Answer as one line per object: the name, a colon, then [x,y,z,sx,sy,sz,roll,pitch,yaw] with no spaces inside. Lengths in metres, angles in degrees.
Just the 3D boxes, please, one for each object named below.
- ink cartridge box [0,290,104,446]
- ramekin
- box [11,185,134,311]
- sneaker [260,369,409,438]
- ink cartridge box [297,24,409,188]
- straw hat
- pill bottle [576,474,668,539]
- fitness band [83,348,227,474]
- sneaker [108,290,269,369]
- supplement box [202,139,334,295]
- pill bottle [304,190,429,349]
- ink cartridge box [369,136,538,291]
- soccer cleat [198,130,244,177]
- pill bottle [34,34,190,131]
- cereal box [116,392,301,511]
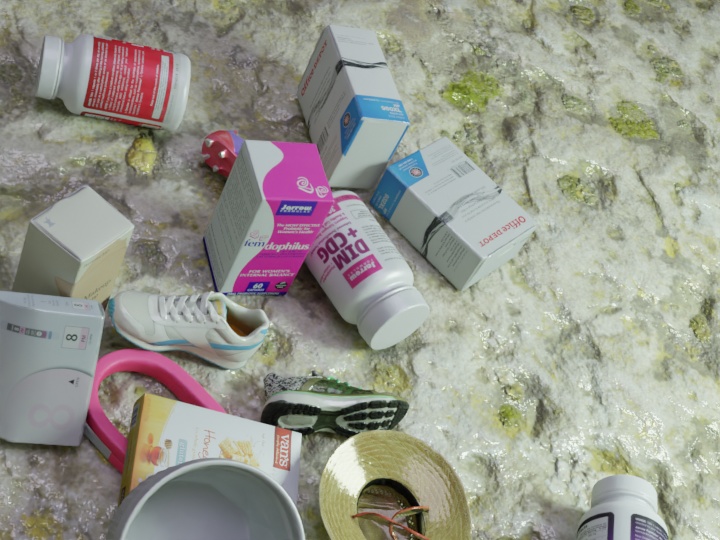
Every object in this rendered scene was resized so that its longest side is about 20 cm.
ink cartridge box: [-0.389,0.103,1.268,0.200,0.163,0.057,6,21,-25]
ramekin: [-0.166,0.289,1.205,0.200,0.105,0.200,2,85,-26]
box: [-0.336,0.009,1.346,0.078,0.200,0.095,39,45,9]
sneaker: [-0.033,0.154,1.465,0.200,0.077,0.089,7,41,-24]
ink cartridge box: [-0.015,-0.244,1.755,0.084,0.145,0.200,2,51,-27]
straw hat: [0.027,0.293,1.360,0.201,0.085,0.201,12,53,-16]
pill bottle: [0.317,0.353,1.432,0.111,0.111,0.200,22,46,-7]
fitness band: [-0.236,0.174,1.367,0.200,0.037,0.144,43,46,12]
sneaker: [-0.207,0.057,1.427,0.200,0.081,0.077,16,42,-32]
supplement box: [-0.122,-0.065,1.516,0.101,0.200,0.103,0,52,-26]
pill bottle: [0.000,0.000,1.582,0.113,0.113,0.200,-17,61,-36]
ink cartridge box: [0.138,-0.085,1.746,0.200,0.084,0.145,45,47,15]
soccer cleat: [-0.141,-0.129,1.663,0.200,0.067,0.076,42,42,16]
pill bottle: [-0.346,-0.265,1.644,0.200,0.112,0.112,9,48,-20]
cereal box: [-0.164,0.229,1.315,0.200,0.040,0.144,17,57,-24]
